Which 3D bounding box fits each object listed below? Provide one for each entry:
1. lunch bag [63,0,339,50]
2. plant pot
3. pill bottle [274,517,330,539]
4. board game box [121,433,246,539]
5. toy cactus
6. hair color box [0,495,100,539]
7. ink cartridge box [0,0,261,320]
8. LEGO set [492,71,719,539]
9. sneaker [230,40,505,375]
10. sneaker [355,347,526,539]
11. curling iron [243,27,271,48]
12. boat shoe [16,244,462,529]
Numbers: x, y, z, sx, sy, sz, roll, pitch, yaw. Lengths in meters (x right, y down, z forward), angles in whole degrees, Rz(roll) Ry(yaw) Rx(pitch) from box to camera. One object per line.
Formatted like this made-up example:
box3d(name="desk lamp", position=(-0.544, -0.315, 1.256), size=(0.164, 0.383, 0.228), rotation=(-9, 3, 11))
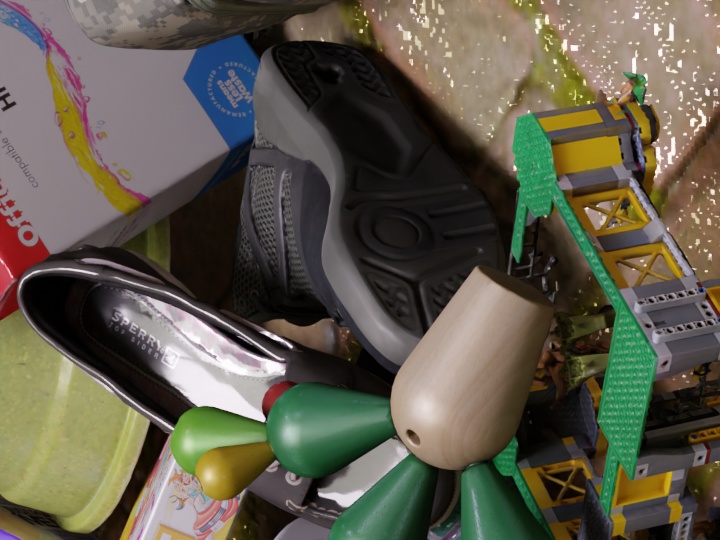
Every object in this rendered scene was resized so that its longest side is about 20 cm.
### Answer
box3d(name="lunch bag", position=(-0.042, -0.196, 0.898), size=(0.167, 0.139, 0.201), rotation=(-16, 85, 28))
box3d(name="plant pot", position=(-0.210, 0.017, 1.068), size=(0.200, 0.183, 0.201), rotation=(-171, 90, -67))
box3d(name="pill bottle", position=(-0.031, 0.206, 0.998), size=(0.116, 0.115, 0.200), rotation=(52, 133, 29))
box3d(name="board game box", position=(-0.091, 0.135, 0.994), size=(0.134, 0.034, 0.201), rotation=(-151, 83, -83))
box3d(name="toy cactus", position=(0.024, 0.081, 0.776), size=(0.200, 0.102, 0.166), rotation=(37, 105, 41))
box3d(name="hair color box", position=(-0.213, 0.137, 1.128), size=(0.199, 0.109, 0.065), rotation=(22, 89, 17))
box3d(name="ink cartridge box", position=(-0.144, -0.059, 0.981), size=(0.116, 0.200, 0.067), rotation=(54, 151, 3))
box3d(name="LEGO set", position=(0.123, 0.031, 0.795), size=(0.154, 0.115, 0.201), rotation=(-121, 26, -51))
box3d(name="sneaker", position=(0.000, 0.000, 0.927), size=(0.200, 0.076, 0.115), rotation=(-122, 34, -47))
box3d(name="sneaker", position=(0.037, 0.118, 0.906), size=(0.088, 0.074, 0.200), rotation=(-61, 42, 32))
box3d(name="curling iron", position=(-0.107, -0.149, 1.076), size=(0.200, 0.025, 0.050), rotation=(25, 124, 44))
box3d(name="boat shoe", position=(-0.054, 0.050, 0.881), size=(0.200, 0.057, 0.067), rotation=(29, 103, 25))
